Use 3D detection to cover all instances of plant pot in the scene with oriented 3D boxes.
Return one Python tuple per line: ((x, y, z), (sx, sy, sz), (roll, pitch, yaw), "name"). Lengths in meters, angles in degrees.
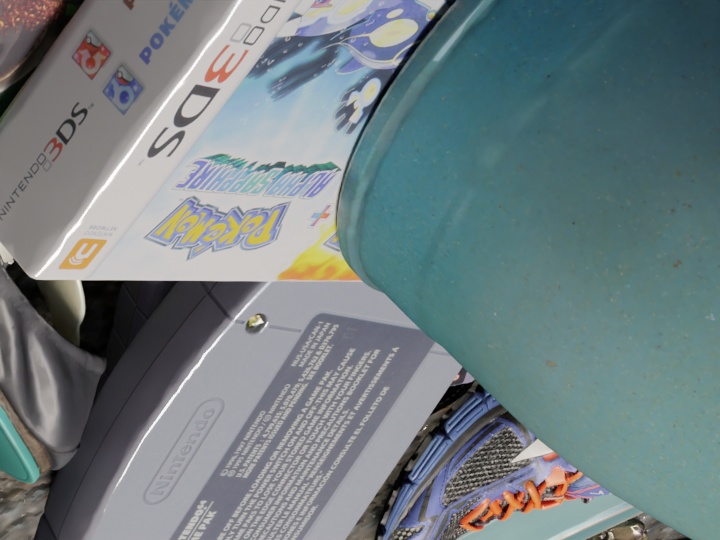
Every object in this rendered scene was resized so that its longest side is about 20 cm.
((0.128, -0.001, 0.655), (0.200, 0.188, 0.200), (-34, 157, -16), "plant pot")

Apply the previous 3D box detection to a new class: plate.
((0.107, 0.122, 1.075), (0.200, 0.026, 0.200), (-23, 168, -5), "plate")

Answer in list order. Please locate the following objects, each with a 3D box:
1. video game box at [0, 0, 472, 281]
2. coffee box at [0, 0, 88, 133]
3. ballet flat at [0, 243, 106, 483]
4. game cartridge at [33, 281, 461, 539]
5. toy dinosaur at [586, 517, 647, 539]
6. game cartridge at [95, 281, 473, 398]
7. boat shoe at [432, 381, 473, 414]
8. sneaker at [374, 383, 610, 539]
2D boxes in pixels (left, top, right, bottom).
((0.003, -0.074, 0.629), (0.182, 0.047, 0.200), (-49, 156, 22), "video game box")
((-0.050, -0.095, 0.622), (0.200, 0.044, 0.123), (-28, 151, -31), "coffee box")
((-0.133, -0.003, 0.708), (0.073, 0.073, 0.200), (-30, 144, -3), "ballet flat")
((-0.040, 0.061, 0.810), (0.133, 0.042, 0.200), (14, 118, -41), "game cartridge")
((0.105, 0.196, 1.228), (0.088, 0.048, 0.200), (20, 124, -36), "toy dinosaur")
((0.000, 0.000, 0.837), (0.200, 0.038, 0.130), (-10, 129, -32), "game cartridge")
((-0.031, 0.079, 0.916), (0.200, 0.062, 0.075), (-23, 147, -18), "boat shoe")
((0.085, 0.076, 0.950), (0.200, 0.078, 0.075), (-40, 167, -14), "sneaker")
